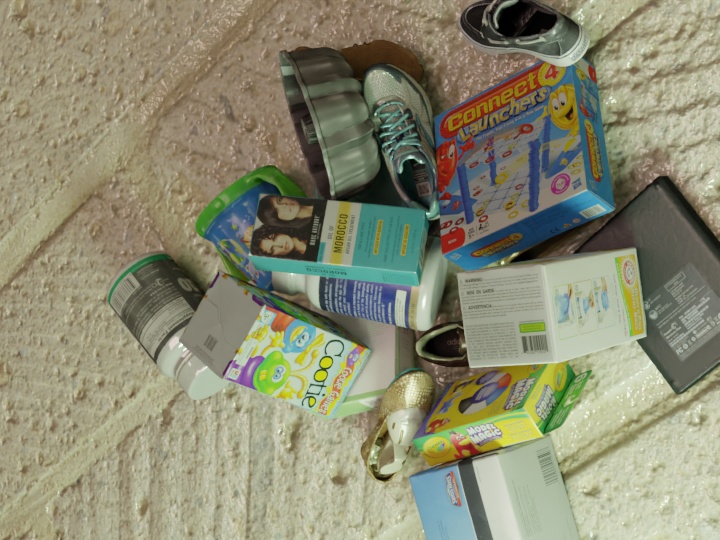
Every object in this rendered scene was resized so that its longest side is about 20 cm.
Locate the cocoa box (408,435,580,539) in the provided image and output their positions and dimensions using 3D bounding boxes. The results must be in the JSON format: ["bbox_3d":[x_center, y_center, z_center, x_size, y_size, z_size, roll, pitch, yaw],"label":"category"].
[{"bbox_3d":[0.165,0.311,1.528,0.131,0.133,0.201,-21,82,35],"label":"cocoa box"}]

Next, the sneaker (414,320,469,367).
[{"bbox_3d":[0.156,0.086,1.554,0.200,0.075,0.071,-15,85,36],"label":"sneaker"}]

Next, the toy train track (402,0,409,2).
[{"bbox_3d":[0.110,-0.399,1.578,0.200,0.032,0.115,-40,71,32],"label":"toy train track"}]

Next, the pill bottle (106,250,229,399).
[{"bbox_3d":[-0.258,0.078,1.827,0.200,0.113,0.113,48,118,23],"label":"pill bottle"}]

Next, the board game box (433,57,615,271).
[{"bbox_3d":[0.180,-0.124,1.484,0.200,0.056,0.196,-25,52,34],"label":"board game box"}]

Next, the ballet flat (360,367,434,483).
[{"bbox_3d":[0.050,0.199,1.609,0.200,0.070,0.065,107,159,-50],"label":"ballet flat"}]

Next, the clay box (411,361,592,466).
[{"bbox_3d":[0.164,0.156,1.514,0.200,0.115,0.048,-24,108,41],"label":"clay box"}]

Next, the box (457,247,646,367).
[{"bbox_3d":[0.208,0.037,1.397,0.112,0.200,0.102,-7,91,40],"label":"box"}]

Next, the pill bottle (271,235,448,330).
[{"bbox_3d":[0.000,0.000,1.598,0.199,0.116,0.116,11,100,11],"label":"pill bottle"}]

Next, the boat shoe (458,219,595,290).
[{"bbox_3d":[0.193,-0.026,1.521,0.200,0.073,0.063,-48,64,27],"label":"boat shoe"}]

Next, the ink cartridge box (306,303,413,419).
[{"bbox_3d":[-0.001,0.081,1.687,0.145,0.048,0.201,-16,60,35],"label":"ink cartridge box"}]

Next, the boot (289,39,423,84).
[{"bbox_3d":[-0.004,-0.259,1.663,0.200,0.074,0.076,24,81,34],"label":"boot"}]

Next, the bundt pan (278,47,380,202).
[{"bbox_3d":[-0.033,-0.179,1.573,0.076,0.202,0.202,-19,79,-8],"label":"bundt pan"}]

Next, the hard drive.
[{"bbox_3d":[0.343,0.016,1.441,0.140,0.033,0.200,-45,69,30],"label":"hard drive"}]

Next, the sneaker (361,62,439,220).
[{"bbox_3d":[0.058,-0.153,1.551,0.077,0.086,0.201,-23,96,11],"label":"sneaker"}]

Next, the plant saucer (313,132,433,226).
[{"bbox_3d":[0.011,-0.112,1.661,0.199,0.036,0.201,0,90,36],"label":"plant saucer"}]

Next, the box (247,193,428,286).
[{"bbox_3d":[-0.025,-0.037,1.526,0.199,0.049,0.083,6,71,10],"label":"box"}]

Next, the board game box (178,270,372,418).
[{"bbox_3d":[-0.101,0.092,1.598,0.105,0.200,0.103,34,95,44],"label":"board game box"}]

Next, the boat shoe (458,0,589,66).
[{"bbox_3d":[0.171,-0.283,1.491,0.200,0.068,0.072,33,91,51],"label":"boat shoe"}]

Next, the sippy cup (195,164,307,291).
[{"bbox_3d":[-0.126,-0.047,1.721,0.140,0.178,0.130,-38,81,-5],"label":"sippy cup"}]
